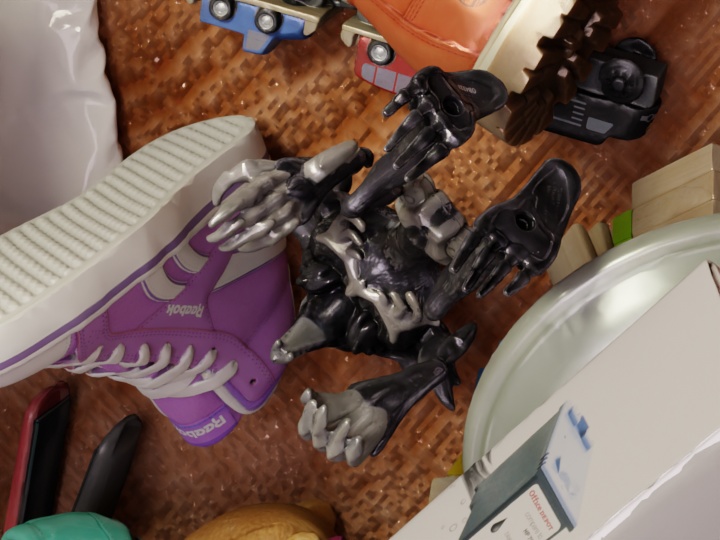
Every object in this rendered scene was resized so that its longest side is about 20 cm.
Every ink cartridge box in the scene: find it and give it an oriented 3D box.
[{"bbox_3d":[0.101,0.118,0.909,0.146,0.086,0.200,38,109,-27],"label":"ink cartridge box"}]

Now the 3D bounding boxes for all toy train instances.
[{"bbox_3d":[0.020,-0.089,1.040,0.200,0.034,0.046,18,119,15],"label":"toy train"}]

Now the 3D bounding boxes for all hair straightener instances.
[{"bbox_3d":[-0.122,0.150,1.141,0.077,0.041,0.200,20,109,15],"label":"hair straightener"}]

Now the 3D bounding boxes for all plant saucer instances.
[{"bbox_3d":[0.138,0.071,0.970,0.200,0.050,0.200,-3,126,-5],"label":"plant saucer"}]

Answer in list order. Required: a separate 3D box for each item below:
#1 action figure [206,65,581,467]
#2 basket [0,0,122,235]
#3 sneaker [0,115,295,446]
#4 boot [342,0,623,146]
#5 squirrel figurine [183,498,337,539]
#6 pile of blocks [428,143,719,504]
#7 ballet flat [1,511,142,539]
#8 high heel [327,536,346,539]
[{"bbox_3d":[0.000,0.000,0.986,0.119,0.102,0.200,56,153,7],"label":"action figure"},{"bbox_3d":[-0.208,-0.061,1.042,0.161,0.198,0.200,-4,102,25],"label":"basket"},{"bbox_3d":[-0.082,0.026,1.013,0.073,0.200,0.114,-1,111,34],"label":"sneaker"},{"bbox_3d":[0.069,-0.157,0.975,0.107,0.075,0.200,37,96,21],"label":"boot"},{"bbox_3d":[0.001,0.183,1.074,0.200,0.142,0.187,-5,90,7],"label":"squirrel figurine"},{"bbox_3d":[0.100,0.036,1.034,0.062,0.082,0.200,19,127,-30],"label":"pile of blocks"},{"bbox_3d":[-0.131,0.191,1.049,0.070,0.067,0.200,13,74,-23],"label":"ballet flat"},{"bbox_3d":[0.030,0.190,0.971,0.200,0.067,0.096,39,87,7],"label":"high heel"}]
